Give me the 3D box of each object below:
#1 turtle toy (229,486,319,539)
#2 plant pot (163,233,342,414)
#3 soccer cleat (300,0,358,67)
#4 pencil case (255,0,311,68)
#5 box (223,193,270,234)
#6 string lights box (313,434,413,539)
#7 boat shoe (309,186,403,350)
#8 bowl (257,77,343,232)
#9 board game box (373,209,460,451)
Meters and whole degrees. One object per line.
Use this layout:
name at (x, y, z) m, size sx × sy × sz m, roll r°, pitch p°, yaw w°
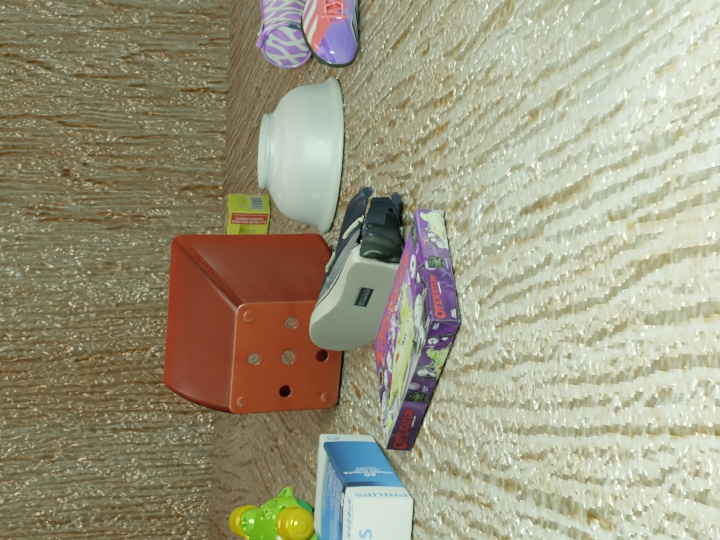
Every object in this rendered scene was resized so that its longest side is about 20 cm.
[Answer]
turtle toy at (-0.076, 0.348, 1.530) m, size 0.146 × 0.101 × 0.201 m, roll -11°, pitch 78°, yaw 55°
plant pot at (-0.114, 0.076, 1.613) m, size 0.176 × 0.199 × 0.201 m, roll -143°, pitch 55°, yaw -61°
soccer cleat at (-0.031, -0.327, 1.566) m, size 0.073 × 0.068 × 0.201 m, roll 117°, pitch 156°, yaw -55°
pencil case at (-0.115, -0.377, 1.954) m, size 0.200 × 0.085 × 0.084 m, roll -98°, pitch 17°, yaw -47°
box at (-0.207, -0.045, 2.385) m, size 0.050 × 0.075 × 0.200 m, roll -102°, pitch 19°, yaw -46°
string lights box at (-0.001, 0.235, 1.290) m, size 0.200 × 0.059 × 0.103 m, roll -136°, pitch 49°, yaw -75°
boat shoe at (0.000, 0.000, 1.339) m, size 0.200 × 0.074 × 0.093 m, roll 123°, pitch 155°, yaw -54°
bowl at (-0.082, -0.150, 1.719) m, size 0.201 × 0.090 × 0.202 m, roll -178°, pitch 90°, yaw -80°
board game box at (0.046, 0.056, 1.177) m, size 0.200 × 0.032 × 0.120 m, roll 105°, pitch 167°, yaw -49°
